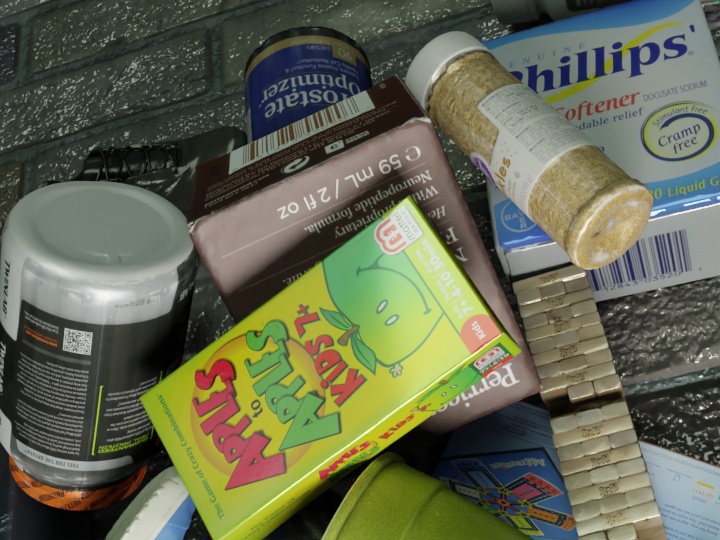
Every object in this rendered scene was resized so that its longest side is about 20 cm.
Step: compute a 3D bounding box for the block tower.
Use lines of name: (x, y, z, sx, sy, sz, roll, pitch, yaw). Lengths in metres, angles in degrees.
block tower: (0.152, 0.095, 0.800, 0.054, 0.058, 0.201, -16, 55, 10)

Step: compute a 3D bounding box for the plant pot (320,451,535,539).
plant pot: (0.071, 0.233, 0.693, 0.192, 0.201, 0.201, 18, 66, 18)

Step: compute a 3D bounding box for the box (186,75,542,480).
box: (0.000, 0.000, 0.817, 0.165, 0.201, 0.164, -25, 18, 2)

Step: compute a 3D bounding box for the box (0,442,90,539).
box: (-0.300, 0.231, 0.844, 0.199, 0.118, 0.197, -24, 38, 4)

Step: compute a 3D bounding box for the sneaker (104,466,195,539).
sneaker: (-0.128, 0.230, 0.743, 0.111, 0.077, 0.201, 33, 71, -10)

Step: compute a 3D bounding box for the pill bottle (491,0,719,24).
pill bottle: (0.208, -0.267, 0.999, 0.199, 0.113, 0.114, -5, 57, 17)

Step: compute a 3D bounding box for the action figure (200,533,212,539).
action figure: (-0.091, 0.209, 0.845, 0.200, 0.099, 0.065, -50, 54, 13)

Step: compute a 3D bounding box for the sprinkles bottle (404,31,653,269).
sprinkles bottle: (0.110, -0.086, 0.819, 0.068, 0.068, 0.200, -37, 53, -5)

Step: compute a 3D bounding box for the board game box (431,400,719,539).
board game box: (0.146, 0.153, 0.809, 0.199, 0.019, 0.103, 17, 64, 29)

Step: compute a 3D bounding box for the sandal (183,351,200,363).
sandal: (-0.148, 0.098, 0.951, 0.198, 0.045, 0.076, -3, 62, 2)

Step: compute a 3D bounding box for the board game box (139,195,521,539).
board game box: (-0.019, 0.060, 0.694, 0.200, 0.048, 0.102, -37, 66, 7)

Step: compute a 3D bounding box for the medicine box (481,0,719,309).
medicine box: (0.186, -0.089, 0.899, 0.181, 0.103, 0.201, -13, 56, 13)

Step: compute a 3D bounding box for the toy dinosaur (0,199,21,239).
toy dinosaur: (-0.228, 0.016, 0.997, 0.181, 0.200, 0.105, 32, 61, 9)

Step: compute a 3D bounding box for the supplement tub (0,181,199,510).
supplement tub: (-0.177, 0.053, 0.789, 0.122, 0.201, 0.123, 11, 32, -7)

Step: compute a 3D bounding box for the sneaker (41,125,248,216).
sneaker: (-0.186, -0.073, 1.023, 0.199, 0.091, 0.076, -26, 46, 17)

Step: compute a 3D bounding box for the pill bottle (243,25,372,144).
pill bottle: (-0.037, -0.092, 0.982, 0.111, 0.112, 0.201, -16, 54, 11)

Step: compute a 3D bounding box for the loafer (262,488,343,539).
loafer: (-0.073, 0.228, 0.766, 0.201, 0.072, 0.072, -59, 20, 21)
